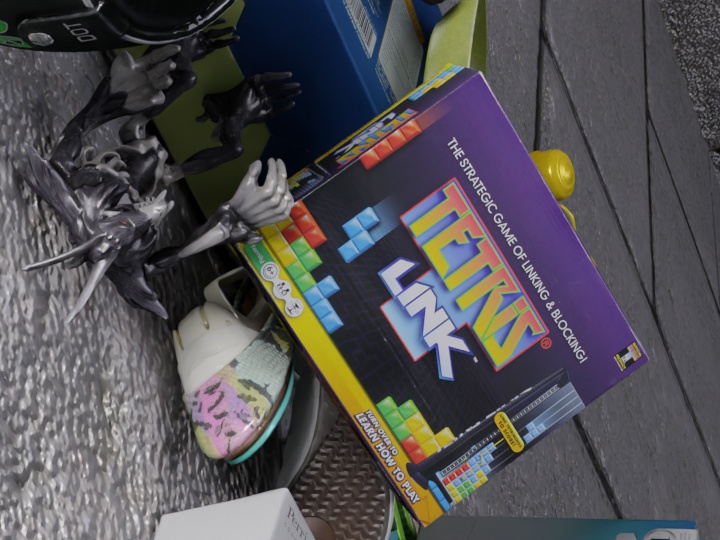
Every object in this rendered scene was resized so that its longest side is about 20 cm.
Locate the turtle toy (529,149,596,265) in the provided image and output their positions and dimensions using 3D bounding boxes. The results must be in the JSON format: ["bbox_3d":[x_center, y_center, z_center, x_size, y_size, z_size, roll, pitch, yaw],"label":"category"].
[{"bbox_3d":[0.089,0.006,1.217,0.101,0.145,0.202,-25,102,-57],"label":"turtle toy"}]

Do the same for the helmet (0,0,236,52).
[{"bbox_3d":[-0.139,-0.199,0.740,0.200,0.190,0.201,-37,140,-40],"label":"helmet"}]

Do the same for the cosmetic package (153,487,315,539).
[{"bbox_3d":[-0.067,0.217,0.833,0.201,0.080,0.113,-74,143,-53],"label":"cosmetic package"}]

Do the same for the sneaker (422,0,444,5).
[{"bbox_3d":[0.034,-0.258,1.013,0.074,0.080,0.202,17,61,-66],"label":"sneaker"}]

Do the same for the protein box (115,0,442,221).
[{"bbox_3d":[-0.050,-0.166,1.047,0.201,0.134,0.199,-78,148,-51],"label":"protein box"}]

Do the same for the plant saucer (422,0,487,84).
[{"bbox_3d":[0.057,-0.076,1.066,0.200,0.031,0.202,5,90,-83],"label":"plant saucer"}]

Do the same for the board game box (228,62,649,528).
[{"bbox_3d":[0.043,0.014,0.947,0.201,0.165,0.057,56,-6,-18],"label":"board game box"}]

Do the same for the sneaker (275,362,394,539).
[{"bbox_3d":[-0.013,0.118,1.029,0.085,0.072,0.202,140,-36,-83],"label":"sneaker"}]

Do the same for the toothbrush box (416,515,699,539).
[{"bbox_3d":[0.130,0.250,1.152,0.086,0.198,0.147,70,25,-45],"label":"toothbrush box"}]

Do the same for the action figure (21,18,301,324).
[{"bbox_3d":[-0.100,-0.061,0.877,0.119,0.102,0.201,48,38,-21],"label":"action figure"}]

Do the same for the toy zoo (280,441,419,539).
[{"bbox_3d":[-0.005,0.162,1.131,0.200,0.020,0.132,-24,101,-70],"label":"toy zoo"}]

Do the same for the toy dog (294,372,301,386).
[{"bbox_3d":[0.000,0.000,1.146,0.096,0.131,0.202,120,-28,-71],"label":"toy dog"}]

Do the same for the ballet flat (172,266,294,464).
[{"bbox_3d":[-0.069,0.040,0.982,0.071,0.069,0.200,52,21,-12],"label":"ballet flat"}]
